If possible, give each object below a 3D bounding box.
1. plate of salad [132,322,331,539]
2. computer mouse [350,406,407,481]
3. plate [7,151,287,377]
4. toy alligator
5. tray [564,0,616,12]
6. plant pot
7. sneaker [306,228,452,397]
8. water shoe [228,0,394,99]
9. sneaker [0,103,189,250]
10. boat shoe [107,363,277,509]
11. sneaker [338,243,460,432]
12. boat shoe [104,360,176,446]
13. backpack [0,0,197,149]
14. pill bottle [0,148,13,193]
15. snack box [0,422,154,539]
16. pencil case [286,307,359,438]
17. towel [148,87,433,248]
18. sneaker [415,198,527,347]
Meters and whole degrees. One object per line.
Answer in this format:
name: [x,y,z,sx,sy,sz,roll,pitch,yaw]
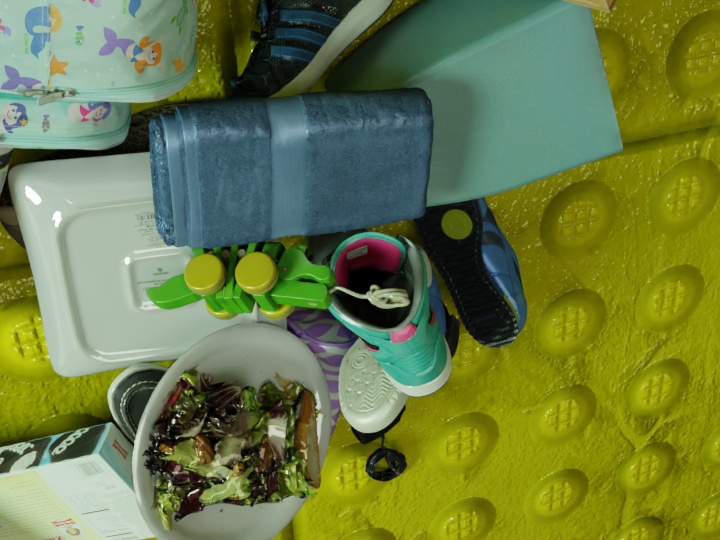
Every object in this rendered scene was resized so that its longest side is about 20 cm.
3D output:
plate of salad: [-0.093,0.143,0.751,0.200,0.048,0.201,-10,105,-42]
computer mouse: [0.017,0.164,0.938,0.059,0.034,0.200,-31,145,-15]
plate: [-0.158,0.001,0.723,0.199,0.032,0.200,-7,124,-11]
toy alligator: [-0.061,0.001,0.677,0.199,0.054,0.059,-1,155,12]
tray: [0.082,-0.243,0.640,0.037,0.200,0.099,-63,152,-1]
plant pot: [0.082,-0.143,0.752,0.200,0.141,0.142,-24,124,3]
sneaker: [0.000,0.000,0.744,0.084,0.200,0.121,-32,145,-7]
water shoe: [-0.057,-0.183,0.699,0.200,0.071,0.079,-50,115,-19]
sneaker: [-0.187,-0.071,0.736,0.199,0.071,0.076,-19,140,-5]
boat shoe: [-0.138,0.158,0.785,0.074,0.060,0.200,-39,124,-10]
sneaker: [0.042,0.081,0.837,0.077,0.200,0.111,-10,133,23]
boat shoe: [-0.164,0.126,0.844,0.200,0.072,0.065,-48,140,3]
backpack: [-0.205,-0.163,0.597,0.199,0.178,0.151,-8,122,-15]
pill bottle: [-0.331,-0.029,0.662,0.114,0.114,0.200,14,112,-28]
snack box: [-0.273,0.200,0.809,0.199,0.037,0.116,-15,127,20]
pencil case: [-0.061,0.126,0.872,0.085,0.084,0.201,-20,131,-55]
towel: [-0.048,-0.076,0.655,0.199,0.049,0.112,-7,131,-16]
sneaker: [0.109,-0.025,0.880,0.066,0.078,0.200,-13,112,29]
